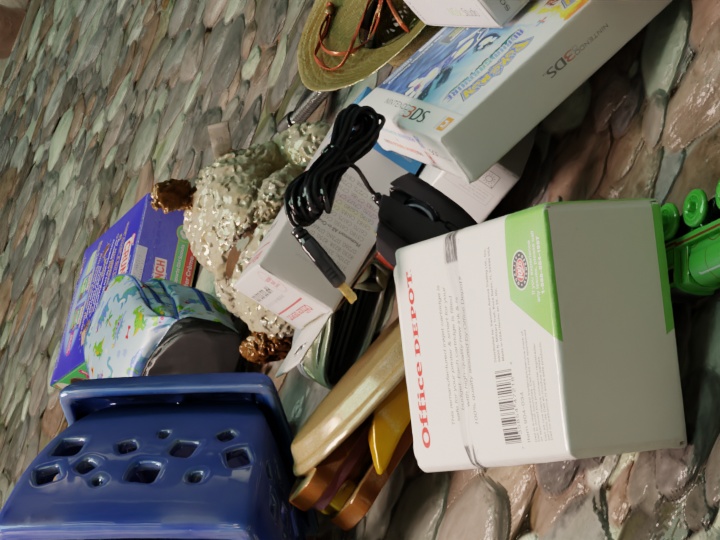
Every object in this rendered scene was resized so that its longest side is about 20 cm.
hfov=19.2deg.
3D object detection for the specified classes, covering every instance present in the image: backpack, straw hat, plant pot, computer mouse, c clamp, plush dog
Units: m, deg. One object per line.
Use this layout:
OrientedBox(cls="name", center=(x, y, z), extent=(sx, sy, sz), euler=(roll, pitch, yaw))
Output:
OrientedBox(cls="backpack", center=(-0.183, 0.083, 1.987), extent=(0.200, 0.153, 0.164), euler=(-91, 19, -70))
OrientedBox(cls="straw hat", center=(0.047, -0.205, 1.708), extent=(0.201, 0.085, 0.202), euler=(-35, 35, 30))
OrientedBox(cls="plant pot", center=(-0.136, 0.190, 1.593), extent=(0.180, 0.199, 0.201), euler=(-80, -19, -46))
OrientedBox(cls="computer mouse", center=(0.036, -0.010, 1.400), extent=(0.046, 0.200, 0.141), euler=(-27, 15, 40))
OrientedBox(cls="c clamp", center=(-0.024, -0.173, 1.907), extent=(0.200, 0.027, 0.171), euler=(-45, 12, 46))
OrientedBox(cls="plush dog", center=(-0.078, -0.019, 1.812), extent=(0.172, 0.160, 0.201), euler=(48, 118, 41))

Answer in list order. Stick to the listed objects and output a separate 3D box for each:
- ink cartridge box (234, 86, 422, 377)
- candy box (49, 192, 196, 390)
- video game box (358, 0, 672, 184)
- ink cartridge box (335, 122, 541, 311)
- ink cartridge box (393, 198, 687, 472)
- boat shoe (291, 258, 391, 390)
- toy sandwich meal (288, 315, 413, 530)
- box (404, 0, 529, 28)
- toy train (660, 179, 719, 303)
OrientedBox(cls="ink cartridge box", center=(-0.030, -0.026, 1.583), extent=(0.201, 0.068, 0.115), euler=(-60, 6, -14))
OrientedBox(cls="candy box", center=(-0.245, 0.034, 2.244), extent=(0.200, 0.077, 0.170), euler=(-34, 40, 59))
OrientedBox(cls="video game box", center=(0.104, -0.151, 1.462), extent=(0.200, 0.047, 0.182), euler=(-43, 22, -7))
OrientedBox(cls="ink cartridge box", center=(0.059, -0.048, 1.559), extent=(0.200, 0.050, 0.109), euler=(-52, 9, 40))
OrientedBox(cls="ink cartridge box", center=(0.104, 0.043, 1.292), extent=(0.200, 0.084, 0.147), euler=(164, 101, -65))
OrientedBox(cls="boat shoe", center=(0.000, 0.000, 1.692), extent=(0.062, 0.072, 0.201), euler=(37, 117, 58))
OrientedBox(cls="toy sandwich meal", center=(0.024, 0.095, 1.519), extent=(0.205, 0.070, 0.205), euler=(-47, 3, 3))
OrientedBox(cls="box", center=(0.130, -0.250, 1.503), extent=(0.200, 0.036, 0.144), euler=(-44, 19, -9))
OrientedBox(cls="toy train", center=(0.196, -0.013, 1.240), extent=(0.200, 0.041, 0.057), euler=(-30, 54, 60))
